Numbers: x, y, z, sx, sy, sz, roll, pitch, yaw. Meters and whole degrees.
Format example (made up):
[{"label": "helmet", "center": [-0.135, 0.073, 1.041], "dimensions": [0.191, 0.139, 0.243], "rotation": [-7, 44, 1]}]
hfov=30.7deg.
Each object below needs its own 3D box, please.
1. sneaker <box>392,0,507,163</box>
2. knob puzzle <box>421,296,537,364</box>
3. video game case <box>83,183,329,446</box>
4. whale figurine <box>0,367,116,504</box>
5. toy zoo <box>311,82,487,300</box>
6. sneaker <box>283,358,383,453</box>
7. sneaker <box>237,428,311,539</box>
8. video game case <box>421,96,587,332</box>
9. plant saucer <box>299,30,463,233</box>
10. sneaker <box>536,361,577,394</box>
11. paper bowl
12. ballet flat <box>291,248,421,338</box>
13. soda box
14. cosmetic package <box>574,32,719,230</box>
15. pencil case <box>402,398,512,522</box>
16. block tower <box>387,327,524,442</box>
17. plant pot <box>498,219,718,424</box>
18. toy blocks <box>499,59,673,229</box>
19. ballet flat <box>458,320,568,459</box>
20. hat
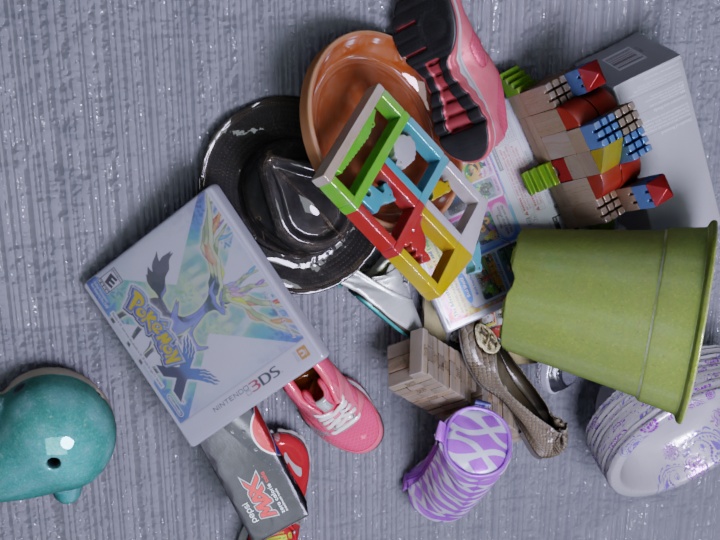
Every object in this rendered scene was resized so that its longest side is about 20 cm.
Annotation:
[{"label": "sneaker", "center": [0.095, -0.209, 1.313], "dimensions": [0.073, 0.087, 0.201], "rotation": [-13, 99, 35]}, {"label": "knob puzzle", "center": [0.153, 0.007, 1.435], "dimensions": [0.218, 0.030, 0.221], "rotation": [-5, 113, -12]}, {"label": "video game case", "center": [-0.155, 0.047, 1.294], "dimensions": [0.182, 0.022, 0.201], "rotation": [-35, 89, 22]}, {"label": "whale figurine", "center": [-0.342, 0.192, 1.337], "dimensions": [0.199, 0.104, 0.159], "rotation": [-36, 117, 2]}, {"label": "toy zoo", "center": [0.051, -0.065, 1.253], "dimensions": [0.200, 0.020, 0.132], "rotation": [46, 53, -22]}, {"label": "sneaker", "center": [-0.043, 0.137, 1.396], "dimensions": [0.074, 0.087, 0.200], "rotation": [-38, 116, 4]}, {"label": "sneaker", "center": [-0.088, 0.271, 1.449], "dimensions": [0.076, 0.085, 0.201], "rotation": [1, 112, -16]}, {"label": "video game case", "center": [0.132, -0.063, 1.370], "dimensions": [0.181, 0.024, 0.201], "rotation": [-24, 97, -4]}, {"label": "plant saucer", "center": [0.019, -0.134, 1.281], "dimensions": [0.199, 0.032, 0.202], "rotation": [14, 69, -39]}, {"label": "sneaker", "center": [0.283, 0.066, 1.421], "dimensions": [0.200, 0.114, 0.076], "rotation": [-48, 136, -13]}, {"label": "paper bowl", "center": [0.348, 0.158, 1.485], "dimensions": [0.199, 0.105, 0.201], "rotation": [-18, 145, -13]}, {"label": "ballet flat", "center": [0.000, 0.000, 1.374], "dimensions": [0.199, 0.069, 0.070], "rotation": [34, 100, -21]}, {"label": "soda box", "center": [-0.129, 0.180, 1.374], "dimensions": [0.070, 0.063, 0.201], "rotation": [-28, 95, -2]}, {"label": "cosmetic package", "center": [0.302, -0.132, 1.376], "dimensions": [0.090, 0.107, 0.201], "rotation": [-26, 118, -4]}, {"label": "pencil case", "center": [0.104, 0.214, 1.426], "dimensions": [0.085, 0.084, 0.200], "rotation": [7, 152, -5]}, {"label": "block tower", "center": [0.105, 0.131, 1.425], "dimensions": [0.058, 0.054, 0.200], "rotation": [-22, 141, 31]}, {"label": "plant pot", "center": [0.238, 0.034, 1.291], "dimensions": [0.189, 0.200, 0.201], "rotation": [10, 112, 10]}, {"label": "toy blocks", "center": [0.229, -0.125, 1.300], "dimensions": [0.100, 0.137, 0.201], "rotation": [-29, 98, -22]}, {"label": "ballet flat", "center": [0.170, 0.127, 1.426], "dimensions": [0.046, 0.068, 0.200], "rotation": [-19, 116, 35]}, {"label": "hat", "center": [-0.064, -0.073, 1.283], "dimensions": [0.199, 0.081, 0.202], "rotation": [0, 94, -7]}]
